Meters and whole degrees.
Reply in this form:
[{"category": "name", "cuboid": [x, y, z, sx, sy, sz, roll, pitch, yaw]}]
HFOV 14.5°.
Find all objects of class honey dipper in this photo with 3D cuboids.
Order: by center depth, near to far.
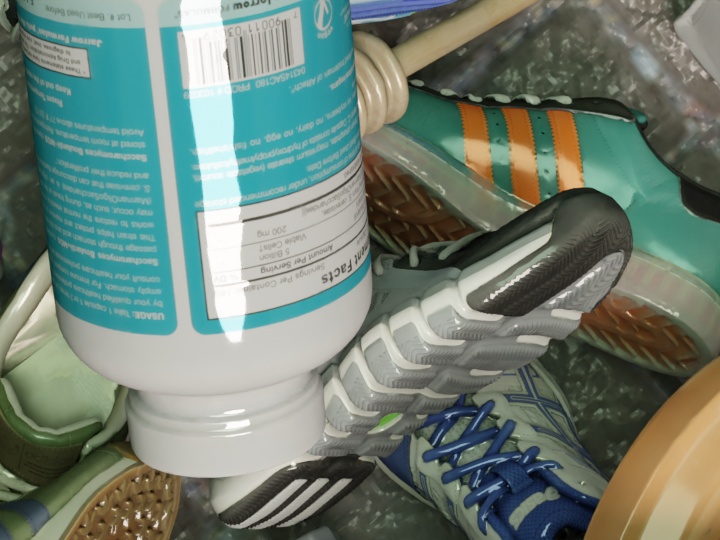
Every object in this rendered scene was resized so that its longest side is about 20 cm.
[{"category": "honey dipper", "cuboid": [0.047, -0.096, 1.082, 0.200, 0.038, 0.038, -30, 85, -31]}]

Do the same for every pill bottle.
[{"category": "pill bottle", "cuboid": [-0.054, -0.035, 0.954, 0.110, 0.111, 0.201, -5, 112, -2]}]

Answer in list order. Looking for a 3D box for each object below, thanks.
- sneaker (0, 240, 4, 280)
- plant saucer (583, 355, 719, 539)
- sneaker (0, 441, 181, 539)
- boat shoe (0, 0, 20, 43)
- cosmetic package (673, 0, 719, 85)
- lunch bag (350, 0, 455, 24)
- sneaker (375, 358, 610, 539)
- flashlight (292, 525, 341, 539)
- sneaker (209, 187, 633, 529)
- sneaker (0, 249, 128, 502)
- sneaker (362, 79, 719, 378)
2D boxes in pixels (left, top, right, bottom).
[{"category": "sneaker", "cuboid": [-0.235, -0.036, 1.084, 0.200, 0.075, 0.100, 41, 98, 9]}, {"category": "plant saucer", "cuboid": [0.154, 0.121, 1.035, 0.200, 0.032, 0.201, -14, 113, -37]}, {"category": "sneaker", "cuboid": [-0.140, 0.102, 0.953, 0.090, 0.200, 0.067, 17, 118, 17]}, {"category": "boat shoe", "cuboid": [-0.121, -0.121, 1.100, 0.060, 0.076, 0.201, -20, 74, -4]}, {"category": "cosmetic package", "cuboid": [0.251, -0.106, 1.058, 0.200, 0.167, 0.167, -39, 86, -6]}, {"category": "lunch bag", "cuboid": [-0.029, -0.188, 1.022, 0.160, 0.082, 0.201, -4, 101, -20]}, {"category": "sneaker", "cuboid": [0.062, 0.079, 1.074, 0.075, 0.088, 0.200, -44, 86, -3]}, {"category": "flashlight", "cuboid": [0.006, 0.201, 1.075, 0.068, 0.068, 0.201, -27, 81, -1]}, {"category": "sneaker", "cuboid": [0.000, 0.000, 1.038, 0.200, 0.075, 0.116, -38, 64, 26]}, {"category": "sneaker", "cuboid": [-0.126, 0.069, 1.059, 0.067, 0.090, 0.201, 21, 84, -1]}, {"category": "sneaker", "cuboid": [0.063, -0.036, 1.101, 0.199, 0.071, 0.080, 28, 64, 7]}]
